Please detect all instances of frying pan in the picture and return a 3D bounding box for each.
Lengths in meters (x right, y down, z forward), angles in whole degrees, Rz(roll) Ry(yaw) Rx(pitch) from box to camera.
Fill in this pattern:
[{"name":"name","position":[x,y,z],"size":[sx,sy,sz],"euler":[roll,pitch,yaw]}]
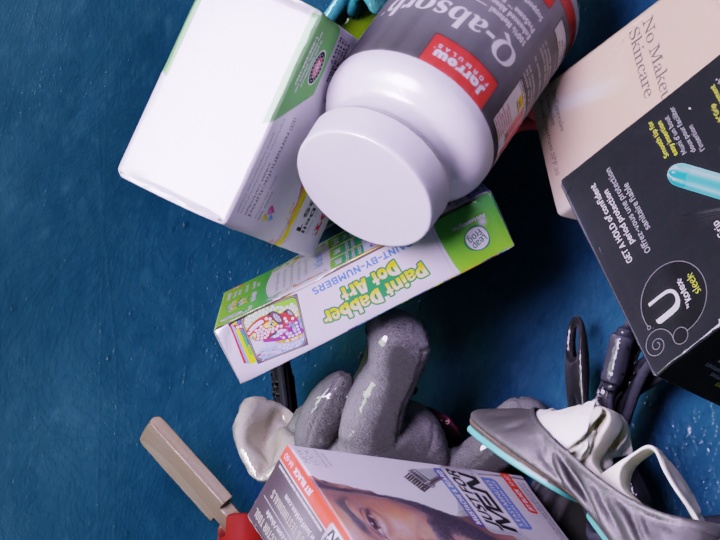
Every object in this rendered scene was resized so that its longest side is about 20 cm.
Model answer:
[{"name":"frying pan","position":[0.137,0.140,1.674],"size":[0.115,0.031,0.191],"euler":[-40,51,38]}]

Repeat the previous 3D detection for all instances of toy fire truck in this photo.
[{"name":"toy fire truck","position":[-0.133,0.232,1.939],"size":[0.176,0.128,0.201],"euler":[-32,47,44]}]

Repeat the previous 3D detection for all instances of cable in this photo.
[{"name":"cable","position":[0.208,0.114,1.557],"size":[0.200,0.051,0.164],"euler":[29,94,44]}]

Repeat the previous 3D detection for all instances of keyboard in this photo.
[{"name":"keyboard","position":[-0.048,0.159,1.844],"size":[0.127,0.020,0.201],"euler":[80,-177,-61]}]

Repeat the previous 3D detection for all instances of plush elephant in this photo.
[{"name":"plush elephant","position":[0.007,0.114,1.738],"size":[0.201,0.164,0.155],"euler":[-59,30,9]}]

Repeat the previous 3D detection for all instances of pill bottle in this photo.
[{"name":"pill bottle","position":[0.048,-0.116,1.607],"size":[0.116,0.116,0.200],"euler":[-18,30,48]}]

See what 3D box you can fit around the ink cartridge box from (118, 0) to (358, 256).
[{"name":"ink cartridge box","position":[-0.062,-0.098,1.644],"size":[0.084,0.200,0.146],"euler":[25,91,15]}]

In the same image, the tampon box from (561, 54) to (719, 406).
[{"name":"tampon box","position":[0.246,-0.037,1.461],"size":[0.200,0.126,0.151],"euler":[-39,53,23]}]

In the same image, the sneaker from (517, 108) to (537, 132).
[{"name":"sneaker","position":[0.039,-0.100,1.751],"size":[0.199,0.074,0.087],"euler":[-24,65,6]}]

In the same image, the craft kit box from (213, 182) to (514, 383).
[{"name":"craft kit box","position":[0.000,0.000,1.695],"size":[0.200,0.196,0.049],"euler":[-96,-18,-84]}]

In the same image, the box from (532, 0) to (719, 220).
[{"name":"box","position":[0.206,-0.112,1.600],"size":[0.200,0.077,0.096],"euler":[-38,53,41]}]

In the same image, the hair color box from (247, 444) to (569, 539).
[{"name":"hair color box","position":[0.042,0.175,1.607],"size":[0.111,0.199,0.064],"euler":[53,123,43]}]

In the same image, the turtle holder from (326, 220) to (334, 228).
[{"name":"turtle holder","position":[-0.063,-0.109,1.888],"size":[0.132,0.140,0.187],"euler":[-39,59,45]}]

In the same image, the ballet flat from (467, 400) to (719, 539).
[{"name":"ballet flat","position":[0.150,0.126,1.546],"size":[0.200,0.068,0.069],"euler":[40,97,35]}]

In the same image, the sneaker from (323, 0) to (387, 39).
[{"name":"sneaker","position":[0.028,-0.183,1.787],"size":[0.200,0.080,0.077],"euler":[-43,68,-8]}]
